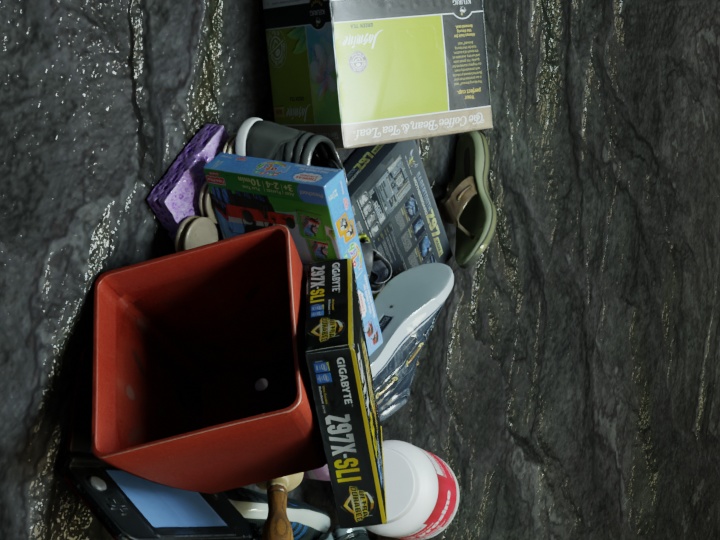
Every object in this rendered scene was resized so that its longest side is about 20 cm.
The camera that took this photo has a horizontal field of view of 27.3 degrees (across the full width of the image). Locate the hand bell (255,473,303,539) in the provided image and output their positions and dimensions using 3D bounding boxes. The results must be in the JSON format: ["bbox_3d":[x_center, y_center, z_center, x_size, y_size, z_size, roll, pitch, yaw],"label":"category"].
[{"bbox_3d":[-0.086,0.238,1.540,0.200,0.104,0.104,-94,166,-51],"label":"hand bell"}]

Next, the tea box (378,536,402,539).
[{"bbox_3d":[0.027,0.456,1.799,0.200,0.134,0.197,-20,114,-51],"label":"tea box"}]

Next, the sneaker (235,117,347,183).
[{"bbox_3d":[-0.059,-0.060,1.512,0.071,0.099,0.200,-47,136,-42],"label":"sneaker"}]

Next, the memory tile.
[{"bbox_3d":[-0.112,-0.035,1.543,0.200,0.017,0.153,48,59,-51],"label":"memory tile"}]

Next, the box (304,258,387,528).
[{"bbox_3d":[-0.013,0.114,1.383,0.160,0.049,0.200,-89,170,-61],"label":"box"}]

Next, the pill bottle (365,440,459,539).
[{"bbox_3d":[0.046,0.262,1.768,0.200,0.112,0.112,38,66,-71],"label":"pill bottle"}]

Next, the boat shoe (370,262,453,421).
[{"bbox_3d":[0.044,0.081,1.682,0.200,0.071,0.091,-47,137,-32],"label":"boat shoe"}]

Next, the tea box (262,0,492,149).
[{"bbox_3d":[0.018,-0.233,1.565,0.200,0.134,0.197,-10,99,-35],"label":"tea box"}]

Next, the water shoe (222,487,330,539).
[{"bbox_3d":[-0.100,0.292,1.646,0.200,0.071,0.079,25,83,-54],"label":"water shoe"}]

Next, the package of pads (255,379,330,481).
[{"bbox_3d":[-0.053,0.132,1.668,0.121,0.076,0.200,-56,139,-34],"label":"package of pads"}]

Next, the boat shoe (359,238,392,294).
[{"bbox_3d":[0.000,0.000,1.576,0.200,0.066,0.070,64,29,-75],"label":"boat shoe"}]

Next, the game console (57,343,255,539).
[{"bbox_3d":[-0.186,0.175,1.461,0.200,0.172,0.119,13,114,-55],"label":"game console"}]

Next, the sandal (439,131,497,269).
[{"bbox_3d":[0.125,-0.089,1.852,0.057,0.080,0.201,15,54,-24],"label":"sandal"}]

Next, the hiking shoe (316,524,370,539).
[{"bbox_3d":[-0.055,0.373,1.664,0.200,0.087,0.074,-45,149,3],"label":"hiking shoe"}]

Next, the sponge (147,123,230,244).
[{"bbox_3d":[-0.141,-0.042,1.539,0.112,0.030,0.200,-57,139,-30],"label":"sponge"}]

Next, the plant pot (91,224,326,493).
[{"bbox_3d":[-0.125,0.106,1.411,0.176,0.200,0.200,59,20,-52],"label":"plant pot"}]

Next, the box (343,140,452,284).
[{"bbox_3d":[0.030,-0.048,1.762,0.158,0.051,0.200,-51,136,-34],"label":"box"}]

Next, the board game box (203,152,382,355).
[{"bbox_3d":[-0.065,-0.015,1.467,0.037,0.151,0.200,-45,133,-40],"label":"board game box"}]

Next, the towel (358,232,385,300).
[{"bbox_3d":[-0.007,0.049,1.723,0.018,0.086,0.200,-101,175,-54],"label":"towel"}]
